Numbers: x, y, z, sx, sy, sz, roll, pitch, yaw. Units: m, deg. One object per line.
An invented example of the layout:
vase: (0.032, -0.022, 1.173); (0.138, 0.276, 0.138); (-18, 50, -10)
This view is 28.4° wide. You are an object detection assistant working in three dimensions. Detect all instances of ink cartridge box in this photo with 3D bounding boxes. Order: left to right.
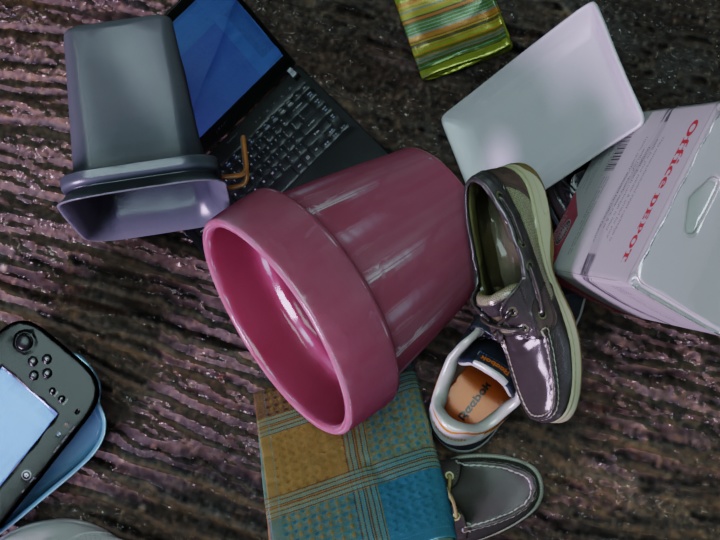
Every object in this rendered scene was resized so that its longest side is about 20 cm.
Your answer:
ink cartridge box: (0.226, -0.041, 1.058); (0.084, 0.200, 0.147); (28, 87, -10)

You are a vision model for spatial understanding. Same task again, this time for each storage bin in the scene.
storage bin: (-0.163, -0.111, 1.108); (0.144, 0.200, 0.136); (-9, 84, -4)

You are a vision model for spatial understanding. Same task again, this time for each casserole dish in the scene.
casserole dish: (-0.302, 0.149, 1.223); (0.200, 0.039, 0.121); (-40, 78, 0)

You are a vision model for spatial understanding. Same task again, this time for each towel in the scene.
towel: (-0.009, 0.159, 1.143); (0.145, 0.022, 0.201); (-16, 46, 3)
towel: (0.062, -0.272, 1.257); (0.085, 0.018, 0.202); (-20, 79, 3)

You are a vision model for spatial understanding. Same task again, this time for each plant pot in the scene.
plant pot: (0.000, 0.000, 1.137); (0.178, 0.200, 0.201); (-33, 77, -19)

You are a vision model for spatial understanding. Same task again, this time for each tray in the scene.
tray: (0.148, -0.123, 1.159); (0.022, 0.200, 0.108); (-9, 74, -39)

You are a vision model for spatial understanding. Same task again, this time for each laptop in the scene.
laptop: (-0.109, -0.114, 1.207); (0.177, 0.103, 0.200); (-44, 70, -1)

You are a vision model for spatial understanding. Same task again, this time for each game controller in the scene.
game controller: (-0.307, 0.142, 1.185); (0.104, 0.042, 0.201); (38, 87, 12)

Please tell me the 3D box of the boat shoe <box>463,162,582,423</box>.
boat shoe: (0.115, 0.020, 1.083); (0.064, 0.073, 0.202); (-8, 83, -38)

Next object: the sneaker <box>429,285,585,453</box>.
sneaker: (0.125, 0.059, 1.165); (0.078, 0.079, 0.201); (29, 84, 11)

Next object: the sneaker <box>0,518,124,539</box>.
sneaker: (-0.220, 0.248, 1.170); (0.198, 0.088, 0.076); (6, 83, 8)

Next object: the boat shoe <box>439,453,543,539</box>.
boat shoe: (0.050, 0.191, 1.159); (0.199, 0.061, 0.073); (-10, 80, 6)

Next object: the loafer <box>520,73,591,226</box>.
loafer: (0.183, -0.089, 1.181); (0.071, 0.063, 0.201); (-23, 77, -18)
